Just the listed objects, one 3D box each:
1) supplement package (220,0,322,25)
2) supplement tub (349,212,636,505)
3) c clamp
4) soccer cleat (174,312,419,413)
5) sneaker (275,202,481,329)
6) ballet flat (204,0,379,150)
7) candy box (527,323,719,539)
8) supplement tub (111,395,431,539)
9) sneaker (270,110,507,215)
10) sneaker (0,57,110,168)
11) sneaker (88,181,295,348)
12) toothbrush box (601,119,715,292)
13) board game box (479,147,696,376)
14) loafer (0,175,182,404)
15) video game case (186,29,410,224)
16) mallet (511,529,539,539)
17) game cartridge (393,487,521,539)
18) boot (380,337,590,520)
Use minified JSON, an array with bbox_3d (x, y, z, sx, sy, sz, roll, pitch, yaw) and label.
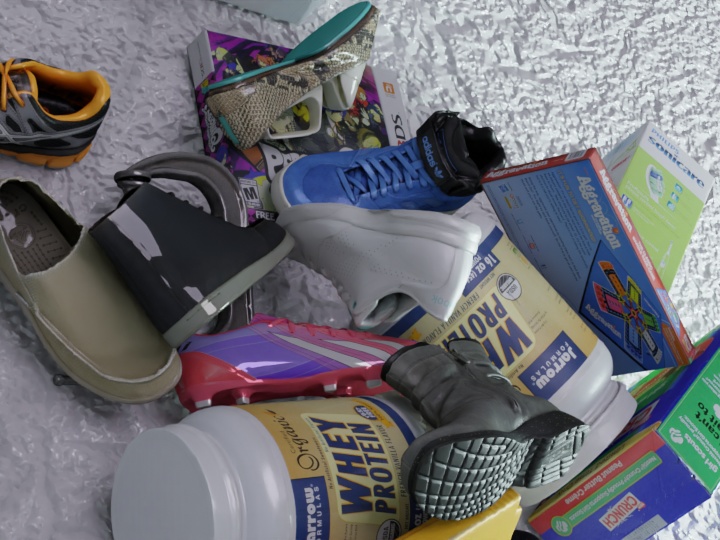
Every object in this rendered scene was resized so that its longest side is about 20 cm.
[{"bbox_3d":[-0.090,-0.336,1.665,0.200,0.191,0.147,13,55,-32],"label":"supplement package"},{"bbox_3d":[0.105,0.071,1.566,0.200,0.144,0.144,47,43,-2],"label":"supplement tub"},{"bbox_3d":[-0.145,0.000,1.481,0.171,0.027,0.200,14,67,-36],"label":"c clamp"},{"bbox_3d":[-0.041,0.061,1.460,0.200,0.067,0.077,-7,71,-12],"label":"soccer cleat"},{"bbox_3d":[0.000,0.000,1.478,0.075,0.200,0.089,17,81,-40],"label":"sneaker"},{"bbox_3d":[-0.046,-0.150,1.622,0.200,0.068,0.075,-36,108,-42],"label":"ballet flat"},{"bbox_3d":[0.246,0.141,1.627,0.077,0.169,0.200,46,43,-1],"label":"candy box"},{"bbox_3d":[-0.056,0.163,1.379,0.200,0.144,0.145,-2,63,-40],"label":"supplement tub"},{"bbox_3d":[0.030,-0.081,1.593,0.200,0.111,0.077,-2,66,-40],"label":"sneaker"},{"bbox_3d":[-0.272,-0.124,1.451,0.200,0.077,0.078,-3,65,-39],"label":"sneaker"},{"bbox_3d":[-0.117,-0.026,1.428,0.106,0.075,0.200,51,20,-3],"label":"sneaker"},{"bbox_3d":[0.207,-0.013,1.720,0.086,0.146,0.200,41,44,-8],"label":"toothbrush box"},{"bbox_3d":[0.182,-0.002,1.589,0.200,0.103,0.019,61,41,-23],"label":"board game box"},{"bbox_3d":[-0.203,0.012,1.393,0.200,0.068,0.076,44,68,8],"label":"loafer"},{"bbox_3d":[-0.040,-0.100,1.655,0.200,0.036,0.182,9,57,-35],"label":"video game case"},{"bbox_3d":[0.179,0.272,1.582,0.200,0.041,0.066,31,43,-26],"label":"mallet"},{"bbox_3d":[0.024,0.244,1.375,0.032,0.176,0.200,35,36,25],"label":"game cartridge"},{"bbox_3d":[0.058,0.103,1.380,0.131,0.068,0.200,36,23,29],"label":"boot"}]
